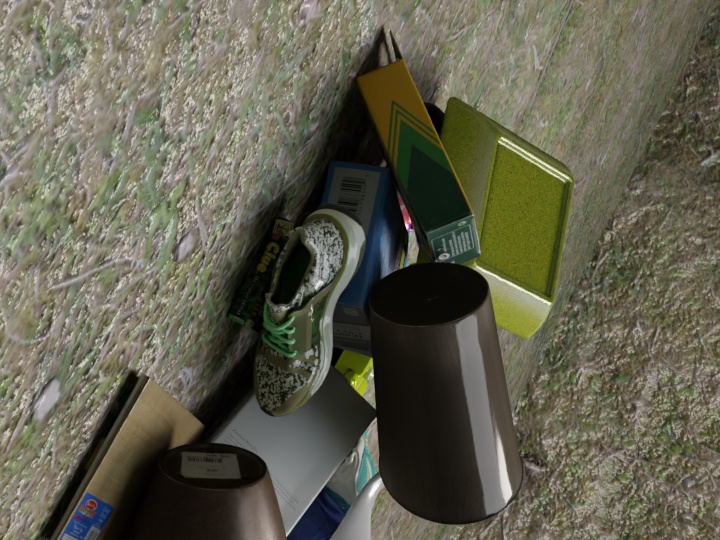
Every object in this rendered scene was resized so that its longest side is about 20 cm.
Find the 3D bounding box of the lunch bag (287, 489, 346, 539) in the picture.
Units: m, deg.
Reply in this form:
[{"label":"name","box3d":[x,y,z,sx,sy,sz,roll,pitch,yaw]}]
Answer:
[{"label":"lunch bag","box3d":[-0.093,0.267,1.648,0.136,0.132,0.200,-48,163,7]}]

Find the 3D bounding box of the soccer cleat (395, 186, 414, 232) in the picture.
[{"label":"soccer cleat","box3d":[0.071,-0.089,1.754,0.200,0.076,0.067,-57,164,-31]}]

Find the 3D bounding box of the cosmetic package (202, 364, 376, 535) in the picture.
[{"label":"cosmetic package","box3d":[-0.082,0.169,1.533,0.081,0.113,0.200,-41,-176,42]}]

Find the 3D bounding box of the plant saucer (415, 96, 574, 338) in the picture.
[{"label":"plant saucer","box3d":[0.149,-0.051,1.638,0.199,0.048,0.201,25,72,-44]}]

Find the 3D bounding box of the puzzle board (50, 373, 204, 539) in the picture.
[{"label":"puzzle board","box3d":[-0.195,0.174,1.362,0.151,0.017,0.200,-61,165,-11]}]

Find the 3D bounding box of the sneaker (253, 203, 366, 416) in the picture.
[{"label":"sneaker","box3d":[-0.066,0.037,1.433,0.089,0.077,0.201,-6,116,-58]}]

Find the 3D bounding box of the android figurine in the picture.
[{"label":"android figurine","box3d":[0.017,0.075,1.794,0.182,0.041,0.200,-59,177,17]}]

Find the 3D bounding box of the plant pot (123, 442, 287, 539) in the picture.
[{"label":"plant pot","box3d":[-0.135,0.257,1.389,0.187,0.186,0.201,-34,133,-64]}]

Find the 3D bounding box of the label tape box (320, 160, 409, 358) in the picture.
[{"label":"label tape box","box3d":[0.000,0.000,1.585,0.200,0.066,0.144,72,27,-68]}]

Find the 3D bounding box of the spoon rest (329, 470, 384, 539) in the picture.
[{"label":"spoon rest","box3d":[0.003,0.257,1.578,0.200,0.061,0.099,-44,155,-14]}]

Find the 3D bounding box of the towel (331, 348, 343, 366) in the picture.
[{"label":"towel","box3d":[-0.067,0.125,1.737,0.200,0.023,0.144,-63,164,-13]}]

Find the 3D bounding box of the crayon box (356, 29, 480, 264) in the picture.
[{"label":"crayon box","box3d":[0.050,-0.110,1.526,0.051,0.201,0.126,-22,161,0]}]

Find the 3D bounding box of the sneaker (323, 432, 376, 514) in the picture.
[{"label":"sneaker","box3d":[-0.019,0.200,1.700,0.077,0.080,0.200,-26,-165,6]}]

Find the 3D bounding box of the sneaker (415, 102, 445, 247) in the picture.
[{"label":"sneaker","box3d":[0.074,-0.080,1.653,0.099,0.070,0.201,34,45,-68]}]

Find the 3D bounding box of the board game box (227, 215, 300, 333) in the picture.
[{"label":"board game box","box3d":[-0.070,0.016,1.537,0.105,0.023,0.200,-66,166,-4]}]

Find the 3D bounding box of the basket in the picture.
[{"label":"basket","box3d":[0.075,0.106,1.515,0.180,0.136,0.201,-120,-161,-57]}]
